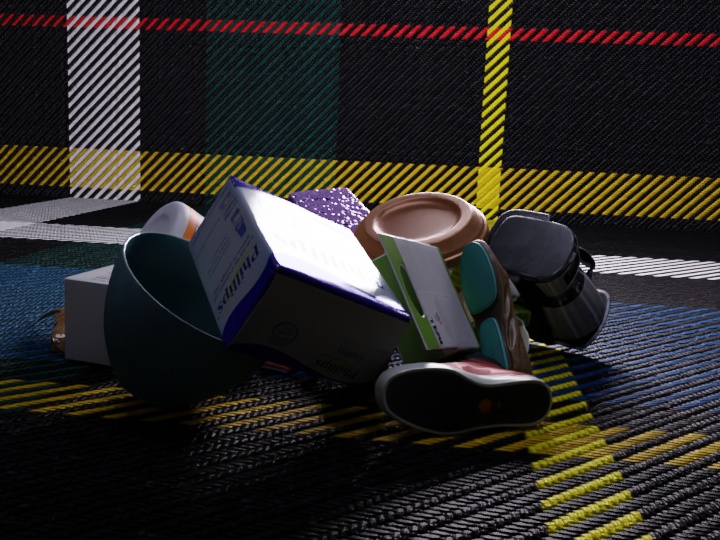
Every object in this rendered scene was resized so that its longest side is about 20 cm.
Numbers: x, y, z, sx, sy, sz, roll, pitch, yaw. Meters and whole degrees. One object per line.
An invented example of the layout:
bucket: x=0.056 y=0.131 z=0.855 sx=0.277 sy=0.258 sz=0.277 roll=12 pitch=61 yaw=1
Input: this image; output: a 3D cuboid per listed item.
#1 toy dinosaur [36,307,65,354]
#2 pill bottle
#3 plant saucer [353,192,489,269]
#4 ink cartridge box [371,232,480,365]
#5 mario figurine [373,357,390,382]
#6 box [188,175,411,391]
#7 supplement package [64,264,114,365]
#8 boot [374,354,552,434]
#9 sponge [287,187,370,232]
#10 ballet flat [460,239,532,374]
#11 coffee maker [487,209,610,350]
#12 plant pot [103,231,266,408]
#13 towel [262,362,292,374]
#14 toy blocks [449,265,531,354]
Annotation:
toy dinosaur: x=-0.413 y=0.066 z=1.166 sx=0.106 sy=0.061 sz=0.200 roll=-3 pitch=11 yaw=-20
pill bottle: x=-0.189 y=0.009 z=1.044 sx=0.200 sy=0.113 sz=0.113 roll=38 pitch=-11 yaw=-32
plant saucer: x=0.083 y=-0.060 z=1.160 sx=0.199 sy=0.038 sz=0.200 roll=-7 pitch=32 yaw=4
ink cartridge box: x=0.058 y=0.042 z=0.969 sx=0.076 sy=0.148 sz=0.200 roll=-27 pitch=-15 yaw=21
mario figurine: x=-0.002 y=0.088 z=1.060 sx=0.106 sy=0.124 sz=0.200 roll=34 pitch=18 yaw=-20
box: x=-0.070 y=0.012 z=0.888 sx=0.183 sy=0.105 sz=0.200 roll=22 pitch=21 yaw=-35
supplement package: x=-0.301 y=0.052 z=1.117 sx=0.109 sy=0.114 sz=0.200 roll=7 pitch=11 yaw=16
boot: x=0.094 y=0.129 z=0.916 sx=0.199 sy=0.073 sz=0.144 roll=6 pitch=6 yaw=-20
sponge: x=-0.026 y=-0.070 z=1.292 sx=0.111 sy=0.030 sz=0.200 roll=-8 pitch=38 yaw=-30
ballet flat: x=0.183 y=0.057 z=1.056 sx=0.072 sy=0.201 sz=0.068 roll=8 pitch=-32 yaw=-37
coffee maker: x=0.248 y=0.018 z=1.192 sx=0.191 sy=0.135 sz=0.200 roll=-9 pitch=-37 yaw=28
plant pot: x=-0.200 y=0.071 z=0.892 sx=0.200 sy=0.135 sz=0.200 roll=32 pitch=16 yaw=-11
towel: x=-0.107 y=0.085 z=1.142 sx=0.144 sy=0.023 sz=0.200 roll=9 pitch=25 yaw=27
toy blocks: x=0.114 y=0.069 z=1.127 sx=0.200 sy=0.100 sz=0.137 roll=27 pitch=47 yaw=29
